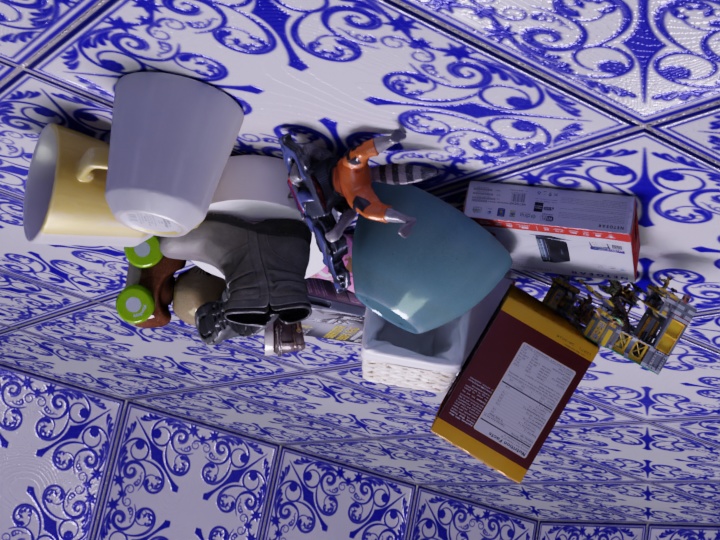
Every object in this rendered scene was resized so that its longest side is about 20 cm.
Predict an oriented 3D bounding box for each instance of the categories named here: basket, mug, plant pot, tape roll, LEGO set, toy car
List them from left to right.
[{"bbox_3d":[-0.323,-0.091,1.676,0.153,0.150,0.187,11,-168,-27],"label":"mug"},{"bbox_3d":[-0.207,-0.117,1.524,0.149,0.154,0.186,-6,157,43],"label":"mug"},{"bbox_3d":[-0.240,0.016,1.952,0.199,0.158,0.164,10,-176,-2],"label":"toy car"},{"bbox_3d":[-0.130,-0.061,1.713,0.202,0.071,0.203,2,148,2],"label":"tape roll"},{"bbox_3d":[0.066,-0.003,1.641,0.200,0.135,0.200,31,170,6],"label":"plant pot"},{"bbox_3d":[0.074,0.052,1.779,0.135,0.201,0.123,10,153,0],"label":"basket"},{"bbox_3d":[0.338,0.038,1.737,0.153,0.116,0.200,28,-173,-14],"label":"LEGO set"}]

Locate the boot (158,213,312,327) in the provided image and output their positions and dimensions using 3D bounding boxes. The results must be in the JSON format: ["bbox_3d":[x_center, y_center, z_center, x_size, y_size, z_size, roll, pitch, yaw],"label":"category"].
[{"bbox_3d":[-0.155,0.002,1.627,0.199,0.131,0.068,1,148,5],"label":"boot"}]

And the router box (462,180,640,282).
[{"bbox_3d":[0.239,-0.046,1.641,0.199,0.049,0.180,6,163,16],"label":"router box"}]

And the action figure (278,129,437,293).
[{"bbox_3d":[-0.007,-0.079,1.568,0.193,0.201,0.105,5,-151,46],"label":"action figure"}]

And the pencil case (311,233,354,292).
[{"bbox_3d":[0.000,0.000,1.905,0.200,0.083,0.087,22,-161,-34],"label":"pencil case"}]

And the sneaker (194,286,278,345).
[{"bbox_3d":[-0.155,0.052,1.832,0.079,0.076,0.200,-15,180,-33],"label":"sneaker"}]

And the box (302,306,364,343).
[{"bbox_3d":[-0.036,0.072,2.201,0.158,0.049,0.200,8,164,-13],"label":"box"}]

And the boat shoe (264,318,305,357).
[{"bbox_3d":[-0.107,0.055,1.957,0.059,0.200,0.072,1,121,-1],"label":"boat shoe"}]

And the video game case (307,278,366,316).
[{"bbox_3d":[-0.098,0.009,1.955,0.199,0.019,0.143,12,-159,-17],"label":"video game case"}]

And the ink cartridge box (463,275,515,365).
[{"bbox_3d":[0.135,0.084,1.974,0.085,0.148,0.200,18,164,-18],"label":"ink cartridge box"}]

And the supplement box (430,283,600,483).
[{"bbox_3d":[0.202,0.142,1.758,0.133,0.200,0.197,30,-173,4],"label":"supplement box"}]
